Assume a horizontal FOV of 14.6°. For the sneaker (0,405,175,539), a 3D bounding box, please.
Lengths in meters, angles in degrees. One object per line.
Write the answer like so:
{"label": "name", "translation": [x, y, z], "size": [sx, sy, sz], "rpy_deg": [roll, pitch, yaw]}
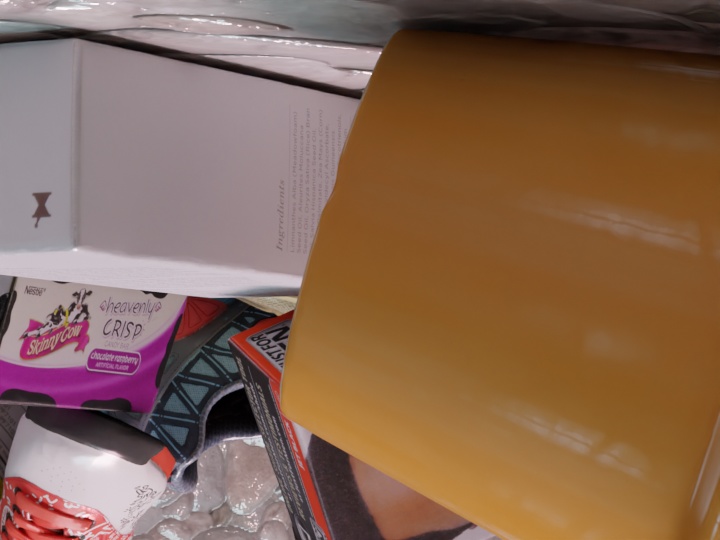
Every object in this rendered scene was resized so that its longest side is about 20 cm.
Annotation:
{"label": "sneaker", "translation": [-0.134, 0.121, 1.220], "size": [0.067, 0.108, 0.201], "rpy_deg": [25, 166, -1]}

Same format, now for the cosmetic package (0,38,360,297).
{"label": "cosmetic package", "translation": [-0.074, -0.032, 0.993], "size": [0.101, 0.071, 0.200], "rpy_deg": [-1, 175, 34]}

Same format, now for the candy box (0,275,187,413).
{"label": "candy box", "translation": [-0.189, -0.003, 1.145], "size": [0.200, 0.061, 0.136], "rpy_deg": [19, -176, 25]}

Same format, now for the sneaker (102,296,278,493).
{"label": "sneaker", "translation": [-0.034, 0.040, 1.333], "size": [0.200, 0.096, 0.079], "rpy_deg": [-32, 154, -20]}

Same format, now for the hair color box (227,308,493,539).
{"label": "hair color box", "translation": [0.060, 0.036, 1.083], "size": [0.200, 0.102, 0.061], "rpy_deg": [-25, -154, -14]}

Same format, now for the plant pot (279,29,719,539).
{"label": "plant pot", "translation": [0.080, 0.011, 0.854], "size": [0.183, 0.201, 0.200], "rpy_deg": [18, 177, 4]}

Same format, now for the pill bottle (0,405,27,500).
{"label": "pill bottle", "translation": [-0.204, 0.089, 1.332], "size": [0.109, 0.109, 0.200], "rpy_deg": [-1, -142, 35]}

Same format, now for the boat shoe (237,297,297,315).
{"label": "boat shoe", "translation": [-0.001, 0.002, 1.284], "size": [0.200, 0.073, 0.063], "rpy_deg": [14, 172, -3]}
